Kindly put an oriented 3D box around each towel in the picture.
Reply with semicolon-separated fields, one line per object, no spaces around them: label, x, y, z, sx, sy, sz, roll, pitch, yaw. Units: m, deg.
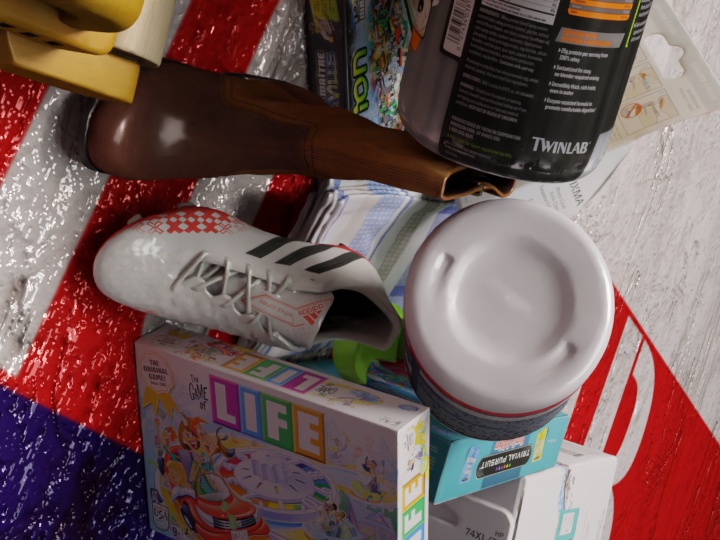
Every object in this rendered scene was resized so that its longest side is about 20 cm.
towel;0.000;0.000;0.903;0.199;0.024;0.148;-4;127;-58

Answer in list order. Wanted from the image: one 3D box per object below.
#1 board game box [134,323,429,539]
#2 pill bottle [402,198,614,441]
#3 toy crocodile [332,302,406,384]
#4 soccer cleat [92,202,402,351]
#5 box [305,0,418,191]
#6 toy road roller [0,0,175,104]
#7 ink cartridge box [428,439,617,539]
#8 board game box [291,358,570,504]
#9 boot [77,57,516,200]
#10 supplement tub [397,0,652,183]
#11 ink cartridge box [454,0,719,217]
board game box;-0.050;0.122;0.751;0.034;0.198;0.137;-27;123;-49
pill bottle;0.084;0.042;0.775;0.200;0.118;0.121;84;28;-74
toy crocodile;0.060;0.061;0.941;0.199;0.067;0.063;13;81;-49
soccer cleat;-0.062;0.011;0.751;0.198;0.085;0.069;10;115;-37
box;0.008;-0.140;0.897;0.110;0.034;0.203;-32;128;-48
toy road roller;-0.131;-0.151;0.571;0.199;0.144;0.125;12;92;-58
ink cartridge box;0.108;0.217;1.084;0.199;0.145;0.149;6;98;-57
board game box;0.049;0.112;0.945;0.199;0.150;0.048;1;108;-57
boot;-0.034;-0.062;0.704;0.187;0.198;0.070;-3;110;-57
supplement tub;0.096;-0.159;0.655;0.122;0.122;0.203;-22;133;-52
ink cartridge box;0.154;-0.111;0.914;0.161;0.197;0.048;-101;167;-50
